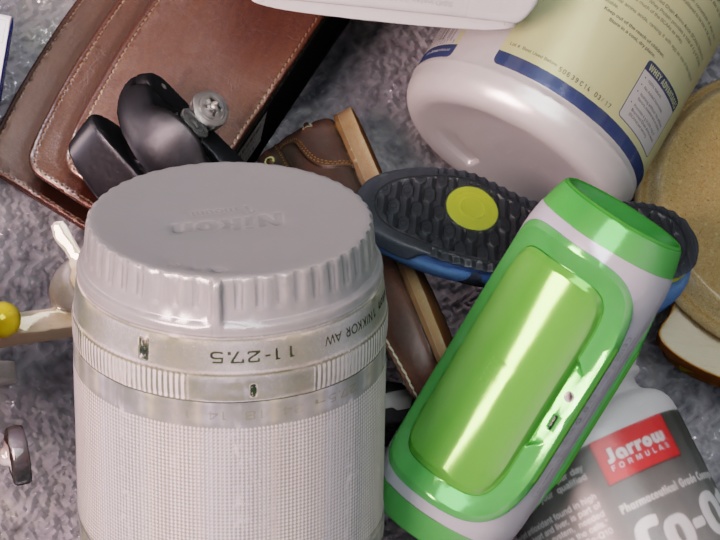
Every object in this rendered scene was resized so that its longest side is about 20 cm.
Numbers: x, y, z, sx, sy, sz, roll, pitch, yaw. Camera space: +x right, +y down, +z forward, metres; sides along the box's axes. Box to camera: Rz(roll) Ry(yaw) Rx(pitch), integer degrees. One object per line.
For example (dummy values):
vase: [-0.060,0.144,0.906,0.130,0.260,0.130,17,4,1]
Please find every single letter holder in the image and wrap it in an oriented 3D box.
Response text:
letter holder: [-0.112,-0.121,1.602,0.142,0.101,0.200,32,73,4]

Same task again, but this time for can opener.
can opener: [-0.063,-0.027,1.510,0.200,0.079,0.063,42,34,-8]

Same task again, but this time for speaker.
speaker: [0.088,0.054,1.480,0.088,0.088,0.200,32,101,2]

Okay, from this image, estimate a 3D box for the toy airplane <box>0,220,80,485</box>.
toy airplane: [-0.229,0.032,1.494,0.199,0.200,0.142,1,104,32]

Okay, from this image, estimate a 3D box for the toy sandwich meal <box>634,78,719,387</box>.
toy sandwich meal: [0.249,-0.020,1.643,0.205,0.070,0.206,2,68,-4]

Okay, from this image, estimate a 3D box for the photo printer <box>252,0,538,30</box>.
photo printer: [0.011,-0.222,1.563,0.166,0.070,0.200,4,42,-10]

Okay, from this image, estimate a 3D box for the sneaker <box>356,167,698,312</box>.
sneaker: [0.086,-0.005,1.556,0.200,0.078,0.066,8,56,-15]

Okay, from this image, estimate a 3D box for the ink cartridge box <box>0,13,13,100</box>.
ink cartridge box: [-0.297,-0.108,1.539,0.199,0.044,0.094,10,79,-7]

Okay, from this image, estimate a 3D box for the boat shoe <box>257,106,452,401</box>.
boat shoe: [0.000,0.000,1.586,0.070,0.070,0.200,-24,55,1]

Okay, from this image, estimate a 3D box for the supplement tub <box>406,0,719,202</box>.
supplement tub: [0.132,-0.143,1.616,0.145,0.145,0.200,31,73,1]

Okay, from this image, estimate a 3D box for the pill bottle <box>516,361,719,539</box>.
pill bottle: [0.144,0.137,1.557,0.114,0.114,0.200,-24,80,-13]

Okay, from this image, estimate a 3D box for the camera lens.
camera lens: [-0.066,0.064,1.426,0.160,0.160,0.200,-3,115,-9]

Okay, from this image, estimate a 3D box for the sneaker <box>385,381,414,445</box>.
sneaker: [-0.060,0.060,1.574,0.199,0.072,0.083,-1,72,-9]
